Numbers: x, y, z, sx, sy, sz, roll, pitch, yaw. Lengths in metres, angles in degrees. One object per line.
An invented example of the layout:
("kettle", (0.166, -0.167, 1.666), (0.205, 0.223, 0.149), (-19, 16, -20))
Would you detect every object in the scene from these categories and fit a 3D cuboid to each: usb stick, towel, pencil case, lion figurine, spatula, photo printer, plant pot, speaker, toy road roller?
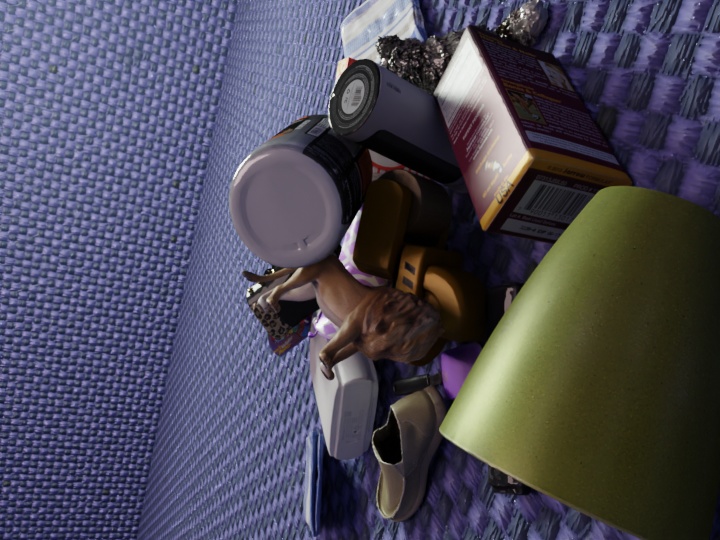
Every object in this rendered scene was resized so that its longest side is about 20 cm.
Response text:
("usb stick", (0.146, 0.112, 0.664), (0.055, 0.032, 0.206), (-21, 62, 56))
("towel", (-0.074, 0.326, 1.046), (0.200, 0.023, 0.151), (111, 161, -74))
("pencil case", (0.000, 0.000, 0.832), (0.084, 0.083, 0.205), (66, -140, -83))
("lion figurine", (-0.019, 0.030, 0.673), (0.200, 0.122, 0.073), (43, 161, 24))
("towel", (0.031, -0.356, 1.019), (0.145, 0.024, 0.204), (-32, 46, 28))
("spatula", (0.087, 0.132, 0.810), (0.200, 0.020, 0.058), (144, 122, -62))
("photo printer", (-0.031, 0.144, 0.992), (0.202, 0.068, 0.169), (-109, 20, -48))
("plant pot", (0.176, 0.055, 0.468), (0.204, 0.184, 0.186), (-67, 23, -5))
("speaker", (0.063, -0.152, 0.735), (0.080, 0.197, 0.083), (-17, 65, 43))
("toy road roller", (0.075, 0.002, 0.734), (0.143, 0.122, 0.206), (12, 94, 33))

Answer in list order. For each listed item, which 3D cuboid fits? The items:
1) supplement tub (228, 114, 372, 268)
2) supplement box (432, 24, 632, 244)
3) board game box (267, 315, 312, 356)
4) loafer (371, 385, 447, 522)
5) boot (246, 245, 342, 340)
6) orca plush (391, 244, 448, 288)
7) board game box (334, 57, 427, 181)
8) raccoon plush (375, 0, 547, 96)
("supplement tub", (-0.053, -0.094, 0.717), (0.201, 0.120, 0.125), (-65, -5, -66))
("supplement box", (0.152, -0.128, 0.636), (0.086, 0.108, 0.203), (121, 149, -41))
("board game box", (-0.070, 0.055, 1.071), (0.038, 0.199, 0.161), (25, 126, 25))
("loafer", (0.045, 0.220, 0.805), (0.076, 0.067, 0.204), (-117, 34, -54))
("boot", (-0.111, -0.020, 0.940), (0.152, 0.206, 0.073), (-35, 2, 13))
("orca plush", (0.044, 0.042, 0.881), (0.200, 0.069, 0.108), (135, 138, -54))
("board game box", (0.026, -0.158, 0.893), (0.046, 0.148, 0.206), (-159, 79, -68))
("raccoon plush", (0.100, -0.262, 0.773), (0.200, 0.131, 0.099), (130, 144, -51))
